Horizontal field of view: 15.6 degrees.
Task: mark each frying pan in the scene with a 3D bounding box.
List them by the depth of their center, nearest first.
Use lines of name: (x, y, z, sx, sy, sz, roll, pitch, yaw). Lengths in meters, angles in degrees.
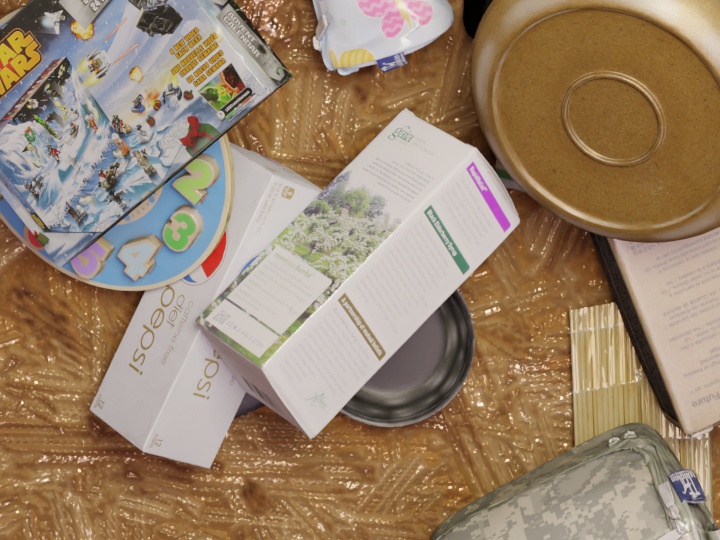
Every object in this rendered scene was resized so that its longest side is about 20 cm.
frying pan: (-0.008, 0.072, 1.756, 0.190, 0.031, 0.115, -44, 95, 7)

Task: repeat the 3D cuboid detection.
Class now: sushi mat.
sushi mat: (0.192, 0.117, 1.790, 0.095, 0.012, 0.201, -3, 99, -3)

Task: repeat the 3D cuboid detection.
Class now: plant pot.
plant pot: (0.155, -0.096, 1.582, 0.199, 0.028, 0.201, 14, 129, 17)

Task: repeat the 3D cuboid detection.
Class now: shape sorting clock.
shape sorting clock: (-0.170, -0.077, 1.670, 0.199, 0.039, 0.201, 11, 117, 22)

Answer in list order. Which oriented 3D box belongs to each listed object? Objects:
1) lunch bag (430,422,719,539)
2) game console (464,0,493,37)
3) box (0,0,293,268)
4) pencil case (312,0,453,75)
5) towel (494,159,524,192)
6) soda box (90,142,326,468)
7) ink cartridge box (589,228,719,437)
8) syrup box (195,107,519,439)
lunch bag: (0.144, 0.200, 1.710, 0.199, 0.168, 0.140, -28, 97, 8)
game console: (0.137, -0.236, 1.638, 0.116, 0.176, 0.201, 4, 98, -6)
box: (-0.155, -0.112, 1.604, 0.200, 0.040, 0.137, -37, 93, 31)
pencil case: (-0.010, -0.227, 1.682, 0.090, 0.083, 0.201, -16, 101, 16)
towel: (0.141, -0.141, 1.681, 0.023, 0.152, 0.201, -4, 103, -36)
soda box: (-0.095, 0.022, 1.713, 0.064, 0.068, 0.201, 19, 100, -44)
ink cartridge box: (0.267, -0.007, 1.736, 0.199, 0.075, 0.165, -22, 99, -5)
syrup box: (0.000, 0.000, 1.677, 0.200, 0.079, 0.082, -45, 133, -13)
